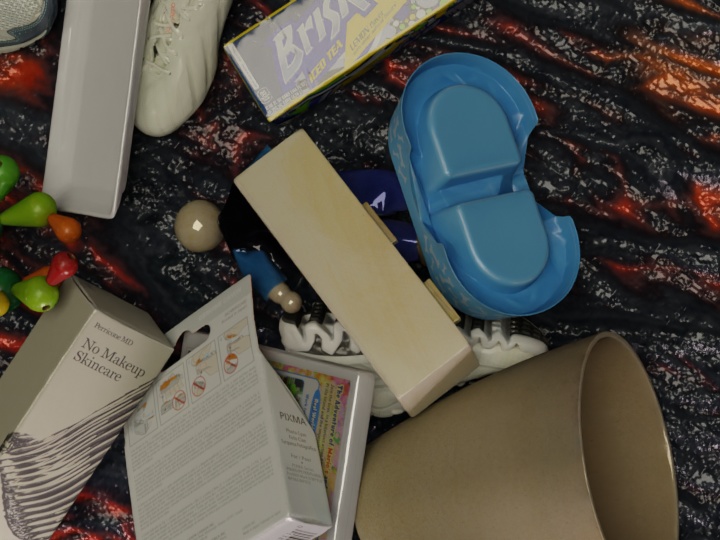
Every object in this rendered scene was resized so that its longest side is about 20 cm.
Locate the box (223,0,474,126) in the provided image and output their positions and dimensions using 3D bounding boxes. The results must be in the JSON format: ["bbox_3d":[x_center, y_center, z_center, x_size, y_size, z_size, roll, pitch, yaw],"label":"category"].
[{"bbox_3d":[0.002,-0.189,1.612,0.200,0.064,0.070,-32,86,7],"label":"box"}]

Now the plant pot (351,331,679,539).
[{"bbox_3d":[0.101,0.152,1.553,0.199,0.187,0.188,-12,88,25],"label":"plant pot"}]

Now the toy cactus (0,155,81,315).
[{"bbox_3d":[-0.297,-0.011,1.639,0.200,0.102,0.165,39,118,24],"label":"toy cactus"}]

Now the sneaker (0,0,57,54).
[{"bbox_3d":[-0.329,-0.213,1.653,0.199,0.086,0.078,13,93,9],"label":"sneaker"}]

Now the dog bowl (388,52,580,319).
[{"bbox_3d":[0.084,-0.056,1.578,0.111,0.050,0.201,-13,79,-28],"label":"dog bowl"}]

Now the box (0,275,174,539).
[{"bbox_3d":[-0.231,0.111,1.631,0.082,0.068,0.200,28,100,-33],"label":"box"}]

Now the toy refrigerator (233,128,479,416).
[{"bbox_3d":[0.000,0.000,1.544,0.070,0.076,0.200,-37,73,-2],"label":"toy refrigerator"}]

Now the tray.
[{"bbox_3d":[-0.194,-0.141,1.643,0.107,0.022,0.201,10,93,52],"label":"tray"}]

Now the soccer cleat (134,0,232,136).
[{"bbox_3d":[-0.127,-0.196,1.625,0.069,0.078,0.201,26,94,8],"label":"soccer cleat"}]

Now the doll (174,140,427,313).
[{"bbox_3d":[-0.043,-0.033,1.623,0.199,0.048,0.137,1,72,11],"label":"doll"}]

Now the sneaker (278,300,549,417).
[{"bbox_3d":[0.040,0.066,1.610,0.199,0.075,0.081,0,104,11],"label":"sneaker"}]

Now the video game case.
[{"bbox_3d":[-0.075,0.157,1.599,0.182,0.024,0.201,11,94,41],"label":"video game case"}]

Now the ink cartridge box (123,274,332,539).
[{"bbox_3d":[-0.104,0.128,1.593,0.160,0.047,0.201,-35,51,34],"label":"ink cartridge box"}]
